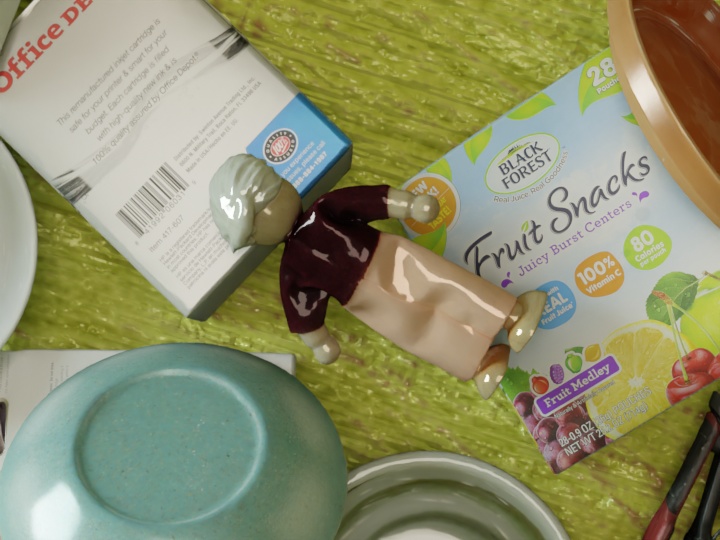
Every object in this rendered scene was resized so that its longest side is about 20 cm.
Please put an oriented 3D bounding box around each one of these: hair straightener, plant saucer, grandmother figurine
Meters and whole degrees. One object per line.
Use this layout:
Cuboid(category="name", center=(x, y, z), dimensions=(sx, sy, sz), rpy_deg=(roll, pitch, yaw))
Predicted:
Cuboid(category="hair straightener", center=(0.225, 0.153, 0.877), dimensions=(0.077, 0.041, 0.201), rpy_deg=(26, 82, 2))
Cuboid(category="plant saucer", center=(0.040, 0.211, 0.861), dimensions=(0.198, 0.050, 0.202), rpy_deg=(0, 86, 0))
Cuboid(category="plant saucer", center=(0.210, -0.092, 0.829), dimensions=(0.032, 0.200, 0.201), rpy_deg=(-35, 86, 33))
Cuboid(category="grandmother figurine", center=(0.000, 0.000, 0.802), dimensions=(0.199, 0.061, 0.122), rpy_deg=(31, 102, -4))
Cuboid(category="plant saucer", center=(-0.106, 0.108, 0.786), dimensions=(0.199, 0.039, 0.202), rpy_deg=(1, 47, -1))

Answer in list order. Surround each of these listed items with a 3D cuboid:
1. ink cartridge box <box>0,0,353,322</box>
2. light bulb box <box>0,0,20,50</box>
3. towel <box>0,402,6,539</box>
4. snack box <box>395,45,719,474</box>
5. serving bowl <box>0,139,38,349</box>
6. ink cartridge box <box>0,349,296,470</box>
Cuboid(category="ink cartridge box", center=(-0.123, -0.089, 0.867), dimensions=(0.200, 0.084, 0.146), rpy_deg=(44, 87, 4))
Cuboid(category="light bulb box", center=(-0.320, -0.206, 0.785), dimensions=(0.199, 0.198, 0.126), rpy_deg=(15, 81, 27))
Cuboid(category="towel", center=(-0.311, 0.174, 0.873), dimensions=(0.198, 0.032, 0.193), rpy_deg=(-9, 85, -2))
Cuboid(category="snack box", center=(0.138, -0.006, 0.853), dimensions=(0.168, 0.068, 0.201), rpy_deg=(-33, 84, 12))
Cuboid(category="serving bowl", center=(-0.299, -0.015, 0.838), dimensions=(0.199, 0.066, 0.202), rpy_deg=(1, 87, -25))
Cuboid(category="ink cartridge box", center=(-0.139, 0.100, 0.873), dimensions=(0.198, 0.039, 0.100), rpy_deg=(2, 81, -1))
